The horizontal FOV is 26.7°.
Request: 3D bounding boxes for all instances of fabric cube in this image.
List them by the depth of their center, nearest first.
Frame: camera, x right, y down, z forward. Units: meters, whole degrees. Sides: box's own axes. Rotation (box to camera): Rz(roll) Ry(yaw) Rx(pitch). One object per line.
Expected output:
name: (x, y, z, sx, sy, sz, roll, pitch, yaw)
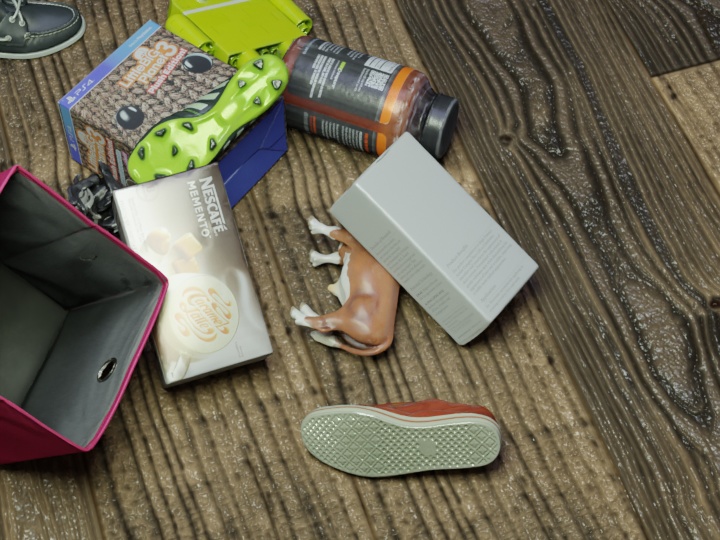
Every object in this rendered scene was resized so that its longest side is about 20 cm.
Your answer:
fabric cube: (-0.339, 0.052, 1.432, 0.199, 0.200, 0.197, -15, 44, 47)

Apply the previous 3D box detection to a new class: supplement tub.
supplement tub: (0.007, -0.188, 1.709, 0.199, 0.107, 0.107, 20, 57, 13)

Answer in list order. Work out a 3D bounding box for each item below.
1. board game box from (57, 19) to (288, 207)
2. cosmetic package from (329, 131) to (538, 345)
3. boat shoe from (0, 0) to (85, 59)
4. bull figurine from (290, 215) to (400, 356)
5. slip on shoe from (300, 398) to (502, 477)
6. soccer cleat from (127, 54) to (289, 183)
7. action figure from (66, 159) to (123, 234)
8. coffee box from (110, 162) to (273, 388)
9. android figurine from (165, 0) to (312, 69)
board game box: (-0.207, -0.160, 1.698, 0.199, 0.097, 0.160, 30, 60, 20)
cosmetic package: (0.076, -0.032, 1.566, 0.200, 0.074, 0.102, 46, 55, 0)
boat shoe: (-0.432, -0.295, 1.820, 0.198, 0.061, 0.076, -11, 55, -7)
bull figurine: (0.000, 0.000, 1.602, 0.120, 0.065, 0.201, 5, 52, 9)
slip on shoe: (0.041, 0.160, 1.493, 0.198, 0.075, 0.061, -2, 19, 7)
soccer cleat: (-0.157, -0.153, 1.597, 0.200, 0.081, 0.068, -37, 93, -2)
action figure: (-0.306, -0.040, 1.607, 0.199, 0.119, 0.102, -18, 45, -1)
coffee box: (-0.172, 0.006, 1.537, 0.114, 0.080, 0.201, -15, 85, -11)
android figurine: (-0.148, -0.292, 1.804, 0.181, 0.041, 0.200, -19, 54, -37)
